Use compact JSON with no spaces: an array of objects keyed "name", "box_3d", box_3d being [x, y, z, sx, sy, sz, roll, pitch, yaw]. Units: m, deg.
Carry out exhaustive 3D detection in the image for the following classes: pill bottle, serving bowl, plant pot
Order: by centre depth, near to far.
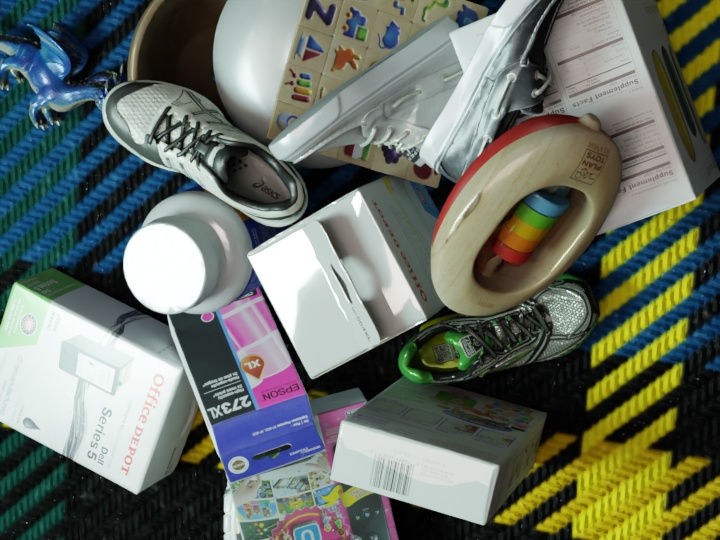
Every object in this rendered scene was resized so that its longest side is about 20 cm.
[{"name":"serving bowl","box_3d":[-0.029,-0.189,1.461,0.198,0.066,0.202,-3,99,-17]},{"name":"pill bottle","box_3d":[-0.136,-0.024,1.510,0.111,0.200,0.113,5,104,19]},{"name":"plant pot","box_3d":[-0.121,-0.182,1.515,0.199,0.093,0.203,-3,99,-17]}]

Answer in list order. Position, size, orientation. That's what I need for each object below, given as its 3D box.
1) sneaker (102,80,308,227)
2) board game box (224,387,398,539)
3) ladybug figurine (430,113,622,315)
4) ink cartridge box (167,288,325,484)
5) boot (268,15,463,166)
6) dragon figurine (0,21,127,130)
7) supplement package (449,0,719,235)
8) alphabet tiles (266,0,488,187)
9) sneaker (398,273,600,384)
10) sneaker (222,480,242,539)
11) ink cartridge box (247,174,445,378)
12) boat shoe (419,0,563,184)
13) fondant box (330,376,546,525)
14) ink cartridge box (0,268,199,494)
[{"name":"sneaker","box_3d":[-0.130,-0.108,1.415,0.199,0.088,0.076,28,88,-5]},{"name":"board game box","box_3d":[-0.044,0.230,1.561,0.146,0.064,0.202,-15,102,-8]},{"name":"ladybug figurine","box_3d":[0.126,-0.051,1.304,0.200,0.135,0.072,-52,42,27]},{"name":"ink cartridge box","box_3d":[-0.109,0.102,1.533,0.094,0.201,0.037,-18,139,-11]},{"name":"boot","box_3d":[0.024,-0.127,1.405,0.199,0.074,0.096,-35,100,-11]},{"name":"dragon figurine","box_3d":[-0.306,-0.208,1.612,0.099,0.059,0.200,-44,85,21]},{"name":"supplement package","box_3d":[0.195,-0.140,1.401,0.150,0.152,0.201,-20,93,22]},{"name":"alphabet tiles","box_3d":[0.020,-0.191,1.438,0.166,0.008,0.202,15,93,-20]},{"name":"sneaker","box_3d":[0.126,0.064,1.499,0.199,0.085,0.079,-24,92,21]},{"name":"sneaker","box_3d":[-0.090,0.213,1.608,0.079,0.074,0.202,0,100,17]},{"name":"ink cartridge box","box_3d":[0.000,0.000,1.469,0.125,0.200,0.129,-29,90,21]},{"name":"boat shoe","box_3d":[0.121,-0.151,1.305,0.068,0.072,0.201,37,114,13]},{"name":"fondant box","box_3d":[0.074,0.156,1.471,0.143,0.200,0.059,15,104,16]},{"name":"ink cartridge box","box_3d":[-0.265,0.109,1.643,0.199,0.084,0.146,25,107,13]}]
